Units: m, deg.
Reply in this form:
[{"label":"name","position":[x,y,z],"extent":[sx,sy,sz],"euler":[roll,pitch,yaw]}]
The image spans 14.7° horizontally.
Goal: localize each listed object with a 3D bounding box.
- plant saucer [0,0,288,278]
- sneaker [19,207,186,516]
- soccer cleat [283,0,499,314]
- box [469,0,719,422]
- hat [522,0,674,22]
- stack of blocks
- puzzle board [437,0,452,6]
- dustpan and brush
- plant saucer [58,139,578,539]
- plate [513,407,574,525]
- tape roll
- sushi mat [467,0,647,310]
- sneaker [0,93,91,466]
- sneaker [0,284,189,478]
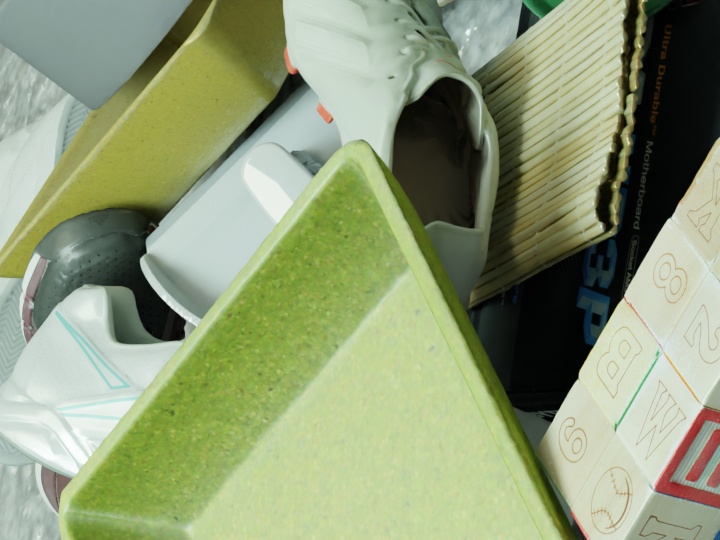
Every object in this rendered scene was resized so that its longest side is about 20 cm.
[{"label":"plant saucer","position":[-0.067,-0.095,1.245],"extent":[0.200,0.048,0.200],"euler":[-43,14,44]},{"label":"sneaker","position":[-0.097,0.074,1.230],"extent":[0.201,0.075,0.116],"euler":[92,157,-46]},{"label":"soccer cleat","position":[0.017,-0.062,1.002],"extent":[0.078,0.069,0.201],"euler":[124,148,-44]},{"label":"box","position":[0.107,-0.046,0.975],"extent":[0.159,0.046,0.201],"euler":[-6,72,60]},{"label":"hat","position":[0.037,-0.198,0.931],"extent":[0.165,0.175,0.201],"euler":[2,78,56]},{"label":"stack of blocks","position":[0.151,0.002,0.804],"extent":[0.201,0.115,0.059],"euler":[-62,32,21]},{"label":"puzzle board","position":[0.042,-0.178,1.132],"extent":[0.200,0.017,0.152],"euler":[167,121,-70]},{"label":"dustpan and brush","position":[0.000,0.000,1.115],"extent":[0.140,0.057,0.200],"euler":[-44,61,4]},{"label":"plant saucer","position":[-0.004,0.096,0.905],"extent":[0.200,0.048,0.201],"euler":[-50,49,31]},{"label":"plate","position":[-0.024,0.124,0.983],"extent":[0.200,0.032,0.201],"euler":[22,97,48]},{"label":"tape roll","position":[-0.089,-0.172,1.277],"extent":[0.201,0.066,0.200],"euler":[-51,12,15]},{"label":"sushi mat","position":[0.055,-0.040,0.981],"extent":[0.200,0.012,0.096],"euler":[146,134,-70]},{"label":"sneaker","position":[-0.167,0.010,1.420],"extent":[0.115,0.073,0.201],"euler":[-19,51,58]},{"label":"sneaker","position":[-0.062,0.072,1.128],"extent":[0.200,0.070,0.081],"euler":[31,94,24]}]
